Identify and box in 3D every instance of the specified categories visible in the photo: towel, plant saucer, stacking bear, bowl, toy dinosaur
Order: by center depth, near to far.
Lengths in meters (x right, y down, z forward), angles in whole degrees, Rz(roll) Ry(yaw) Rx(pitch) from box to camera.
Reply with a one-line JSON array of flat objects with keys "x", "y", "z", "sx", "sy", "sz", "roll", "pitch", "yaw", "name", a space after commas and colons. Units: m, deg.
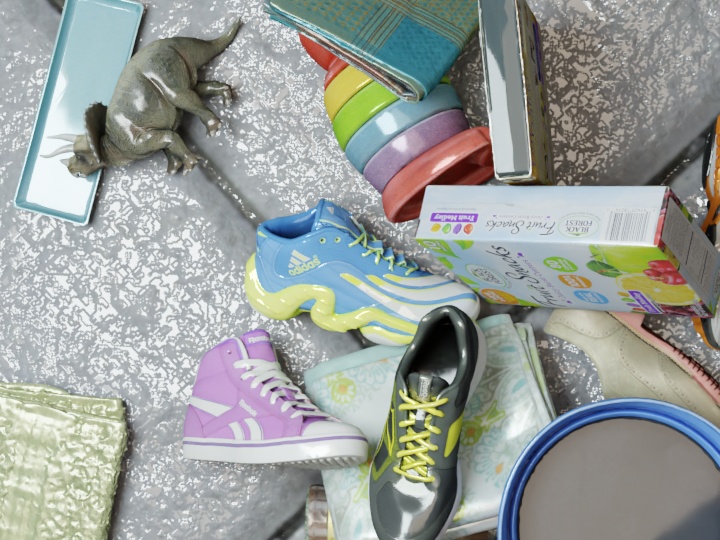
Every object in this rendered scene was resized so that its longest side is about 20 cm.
[{"x": 0.203, "y": 0.195, "z": 1.008, "sx": 0.201, "sy": 0.039, "sz": 0.201, "roll": 0, "pitch": 87, "yaw": 3, "name": "bowl"}, {"x": 0.028, "y": -0.224, "z": 1.087, "sx": 0.147, "sy": 0.022, "sz": 0.200, "roll": 31, "pitch": 47, "yaw": 4, "name": "towel"}, {"x": 0.063, "y": 0.133, "z": 1.091, "sx": 0.200, "sy": 0.048, "sz": 0.171, "roll": -16, "pitch": 57, "yaw": 4, "name": "towel"}, {"x": 0.020, "y": -0.151, "z": 1.109, "sx": 0.114, "sy": 0.121, "sz": 0.200, "roll": -32, "pitch": 78, "yaw": 7, "name": "stacking bear"}, {"x": -0.168, "y": -0.144, "z": 1.126, "sx": 0.102, "sy": 0.077, "sz": 0.200, "roll": 37, "pitch": 91, "yaw": -22, "name": "toy dinosaur"}, {"x": -0.282, "y": 0.198, "z": 1.157, "sx": 0.148, "sy": 0.036, "sz": 0.200, "roll": 10, "pitch": 89, "yaw": 3, "name": "towel"}, {"x": -0.245, "y": -0.143, "z": 1.168, "sx": 0.070, "sy": 0.019, "sz": 0.200, "roll": 15, "pitch": 91, "yaw": 4, "name": "plant saucer"}]

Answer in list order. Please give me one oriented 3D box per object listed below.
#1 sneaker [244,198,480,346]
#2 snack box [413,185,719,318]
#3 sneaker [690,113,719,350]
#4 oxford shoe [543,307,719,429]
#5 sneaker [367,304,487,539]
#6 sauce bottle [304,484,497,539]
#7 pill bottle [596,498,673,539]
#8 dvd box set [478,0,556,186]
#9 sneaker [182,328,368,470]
[{"x": 0.000, "y": 0.000, "z": 1.101, "sx": 0.200, "sy": 0.076, "sz": 0.105, "roll": 4, "pitch": 129, "yaw": 5, "name": "sneaker"}, {"x": 0.163, "y": -0.015, "z": 1.034, "sx": 0.200, "sy": 0.142, "sz": 0.053, "roll": 4, "pitch": 68, "yaw": 34, "name": "snack box"}, {"x": 0.327, "y": -0.030, "z": 1.101, "sx": 0.092, "sy": 0.076, "sz": 0.200, "roll": 8, "pitch": 91, "yaw": 0, "name": "sneaker"}, {"x": 0.240, "y": 0.090, "z": 1.110, "sx": 0.200, "sy": 0.070, "sz": 0.075, "roll": 44, "pitch": 95, "yaw": 14, "name": "oxford shoe"}, {"x": 0.044, "y": 0.116, "z": 1.025, "sx": 0.074, "sy": 0.085, "sz": 0.200, "roll": 7, "pitch": 71, "yaw": 16, "name": "sneaker"}, {"x": 0.054, "y": 0.213, "z": 1.118, "sx": 0.200, "sy": 0.065, "sz": 0.065, "roll": 1, "pitch": 89, "yaw": 6, "name": "sauce bottle"}, {"x": 0.208, "y": 0.232, "z": 1.083, "sx": 0.112, "sy": 0.112, "sz": 0.200, "roll": 11, "pitch": 90, "yaw": 4, "name": "pill bottle"}, {"x": 0.125, "y": -0.137, "z": 1.051, "sx": 0.029, "sy": 0.200, "sz": 0.146, "roll": -6, "pitch": 89, "yaw": 13, "name": "dvd box set"}, {"x": -0.073, "y": 0.103, "z": 1.086, "sx": 0.200, "sy": 0.073, "sz": 0.114, "roll": -2, "pitch": 78, "yaw": 42, "name": "sneaker"}]
